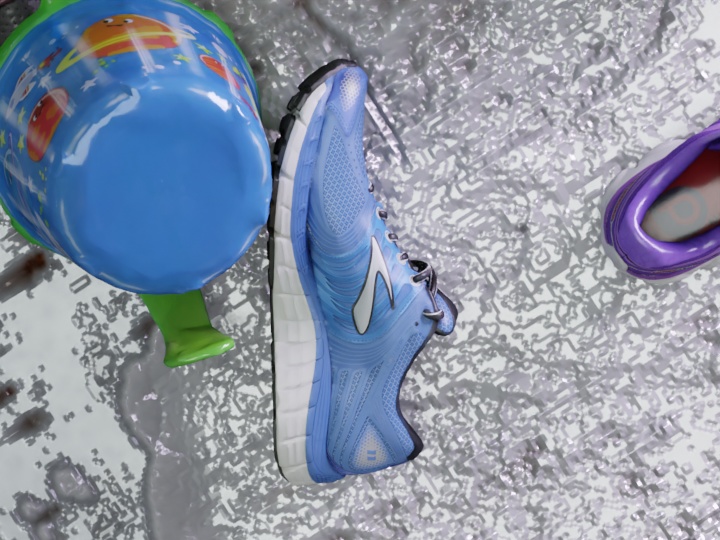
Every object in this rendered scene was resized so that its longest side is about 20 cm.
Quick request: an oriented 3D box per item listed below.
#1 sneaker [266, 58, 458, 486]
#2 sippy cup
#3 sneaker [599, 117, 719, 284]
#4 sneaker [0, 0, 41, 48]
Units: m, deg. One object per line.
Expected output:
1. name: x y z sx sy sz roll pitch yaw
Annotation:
1. sneaker: 0.000 0.000 1.012 0.089 0.079 0.201 -2 102 -3
2. sippy cup: -0.098 -0.051 0.960 0.178 0.130 0.140 37 94 -23
3. sneaker: 0.201 -0.056 0.984 0.200 0.083 0.081 -37 91 4
4. sneaker: -0.202 -0.160 0.988 0.075 0.116 0.201 -25 91 5
